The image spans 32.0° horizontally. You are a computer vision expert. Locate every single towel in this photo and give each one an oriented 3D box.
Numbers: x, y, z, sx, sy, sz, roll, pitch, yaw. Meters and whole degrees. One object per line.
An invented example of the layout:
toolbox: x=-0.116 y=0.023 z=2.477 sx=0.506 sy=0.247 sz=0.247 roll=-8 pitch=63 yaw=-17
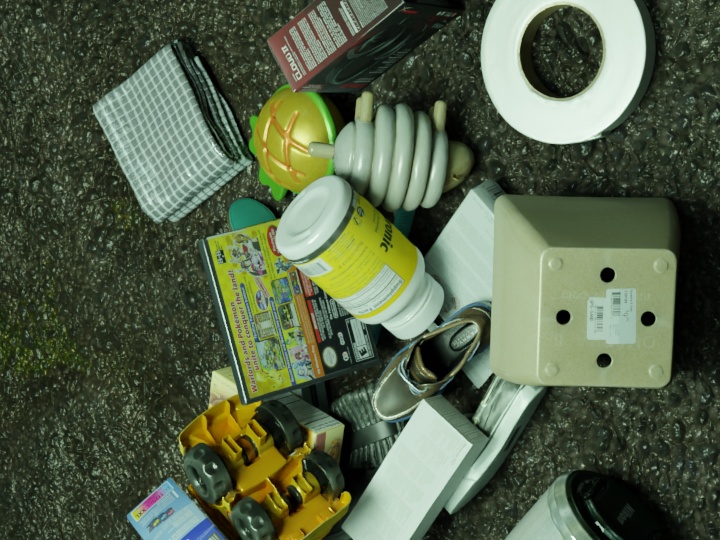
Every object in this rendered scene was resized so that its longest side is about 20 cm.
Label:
towel: x=-0.255 y=-0.187 z=1.680 sx=0.165 sy=0.085 sz=0.202 roll=-35 pitch=78 yaw=30

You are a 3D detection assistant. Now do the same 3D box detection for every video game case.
video game case: x=-0.084 y=0.039 z=1.501 sx=0.025 sy=0.178 sz=0.203 roll=-19 pitch=86 yaw=67

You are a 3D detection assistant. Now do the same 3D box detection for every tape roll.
tape roll: x=0.229 y=-0.242 z=1.395 sx=0.200 sy=0.037 sz=0.206 roll=5 pitch=100 yaw=31

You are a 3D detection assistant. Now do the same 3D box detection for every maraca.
maraca: x=-0.086 y=-0.158 z=1.570 sx=0.199 sy=0.106 sz=0.139 roll=-18 pitch=87 yaw=57

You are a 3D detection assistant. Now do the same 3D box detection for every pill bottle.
pill bottle: x=0.005 y=-0.009 z=1.453 sx=0.111 sy=0.112 sz=0.200 roll=-28 pitch=126 yaw=31

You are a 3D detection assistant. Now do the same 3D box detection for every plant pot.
plant pot: x=0.240 y=0.032 z=1.301 sx=0.197 sy=0.177 sz=0.203 roll=1 pitch=99 yaw=2

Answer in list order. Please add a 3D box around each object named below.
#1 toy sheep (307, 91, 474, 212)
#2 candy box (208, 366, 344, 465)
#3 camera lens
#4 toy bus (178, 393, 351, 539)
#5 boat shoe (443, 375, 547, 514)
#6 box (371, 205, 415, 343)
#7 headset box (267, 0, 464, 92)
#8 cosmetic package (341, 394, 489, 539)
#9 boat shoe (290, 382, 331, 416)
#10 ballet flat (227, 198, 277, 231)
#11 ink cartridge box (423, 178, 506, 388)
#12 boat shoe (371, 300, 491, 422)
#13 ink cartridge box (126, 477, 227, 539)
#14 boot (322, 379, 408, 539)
toy sheep: x=0.036 y=-0.136 z=1.470 sx=0.197 sy=0.138 sz=0.140 roll=6 pitch=102 yaw=-4
candy box: x=-0.112 y=0.212 z=1.588 sx=0.199 sy=0.055 sz=0.117 roll=25 pitch=116 yaw=38
camera lens: x=0.236 y=0.338 z=1.401 sx=0.160 sy=0.159 sz=0.201 roll=45 pitch=117 yaw=19
toy bus: x=-0.119 y=0.278 z=1.489 sx=0.200 sy=0.135 sz=0.194 roll=42 pitch=143 yaw=28
boat shoe: x=0.147 y=0.198 z=1.496 sx=0.063 sy=0.070 sz=0.201 roll=37 pitch=107 yaw=21
box: x=0.000 y=0.000 z=1.567 sx=0.082 sy=0.049 sz=0.203 roll=24 pitch=109 yaw=27
headset box: x=-0.001 y=-0.281 z=1.468 sx=0.199 sy=0.148 sz=0.078 roll=-35 pitch=78 yaw=30
cosmetic package: x=0.064 y=0.252 z=1.479 sx=0.082 sy=0.050 sz=0.201 roll=42 pitch=113 yaw=26
boat shoe: x=-0.095 y=0.142 z=1.635 sx=0.090 sy=0.070 sz=0.204 roll=-6 pitch=90 yaw=39
ballet flat: x=-0.110 y=-0.021 z=1.616 sx=0.200 sy=0.067 sz=0.073 roll=38 pitch=153 yaw=44
ink cartridge box: x=0.149 y=0.017 z=1.490 sx=0.163 sy=0.057 sz=0.201 roll=50 pitch=139 yaw=16
boat shoe: x=0.077 y=0.108 z=1.466 sx=0.072 sy=0.072 sz=0.200 roll=48 pitch=112 yaw=12
ink cartridge box: x=-0.179 y=0.338 z=1.453 sx=0.137 sy=0.076 sz=0.199 roll=54 pitch=164 yaw=-25
boot: x=-0.007 y=0.243 z=1.589 sx=0.210 sy=0.079 sz=0.159 roll=-35 pitch=81 yaw=26
